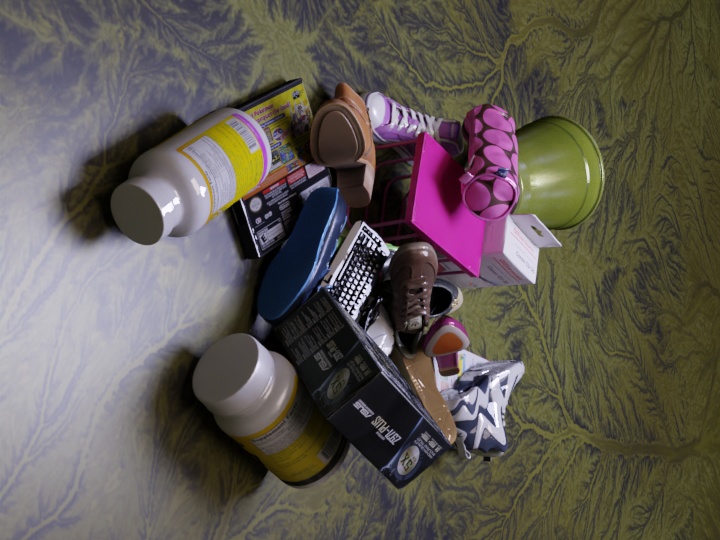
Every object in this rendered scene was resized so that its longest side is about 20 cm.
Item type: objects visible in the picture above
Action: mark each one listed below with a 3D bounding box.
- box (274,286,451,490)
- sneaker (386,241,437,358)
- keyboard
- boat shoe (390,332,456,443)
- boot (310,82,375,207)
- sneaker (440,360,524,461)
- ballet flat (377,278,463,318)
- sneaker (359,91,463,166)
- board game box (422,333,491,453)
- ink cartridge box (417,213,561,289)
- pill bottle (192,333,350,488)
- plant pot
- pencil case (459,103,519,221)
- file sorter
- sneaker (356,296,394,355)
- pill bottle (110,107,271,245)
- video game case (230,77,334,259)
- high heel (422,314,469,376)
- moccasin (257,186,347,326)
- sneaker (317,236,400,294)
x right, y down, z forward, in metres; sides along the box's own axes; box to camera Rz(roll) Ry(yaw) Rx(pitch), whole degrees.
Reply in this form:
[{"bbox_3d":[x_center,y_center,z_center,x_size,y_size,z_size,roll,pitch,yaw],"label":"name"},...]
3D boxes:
[{"bbox_3d":[0.000,0.141,1.393,0.086,0.200,0.164,-40,127,2],"label":"box"},{"bbox_3d":[0.077,0.043,1.587,0.201,0.070,0.076,93,-15,-53],"label":"sneaker"},{"bbox_3d":[-0.007,0.038,1.521,0.104,0.039,0.201,44,62,-33],"label":"keyboard"},{"bbox_3d":[0.073,0.171,1.689,0.073,0.069,0.201,4,61,-48],"label":"boat shoe"},{"bbox_3d":[-0.023,-0.202,1.566,0.201,0.073,0.156,76,12,-54],"label":"boot"},{"bbox_3d":[0.199,0.224,1.786,0.199,0.079,0.131,-29,110,-54],"label":"sneaker"},{"bbox_3d":[0.099,0.047,1.745,0.199,0.057,0.067,5,107,-53],"label":"ballet flat"},{"bbox_3d":[0.085,-0.221,1.725,0.200,0.114,0.073,23,68,-51],"label":"sneaker"},{"bbox_3d":[0.141,0.198,1.811,0.200,0.040,0.154,28,63,-51],"label":"board game box"},{"bbox_3d":[0.199,-0.027,1.787,0.116,0.199,0.068,38,55,-47],"label":"ink cartridge box"},{"bbox_3d":[-0.106,0.168,1.381,0.200,0.114,0.115,50,47,-40],"label":"pill bottle"},{"bbox_3d":[0.277,-0.154,1.955,0.192,0.199,0.202,-14,97,-44],"label":"plant pot"},{"bbox_3d":[0.185,-0.165,1.676,0.093,0.091,0.201,27,34,-15],"label":"pencil case"},{"bbox_3d":[0.083,-0.087,1.689,0.200,0.125,0.140,35,57,-49],"label":"file sorter"},{"bbox_3d":[-0.014,0.116,1.567,0.087,0.074,0.201,44,49,-36],"label":"sneaker"},{"bbox_3d":[-0.192,-0.104,1.301,0.200,0.104,0.105,-43,120,-49],"label":"pill bottle"},{"bbox_3d":[-0.111,-0.136,1.498,0.200,0.025,0.182,-38,117,-51],"label":"video game case"},{"bbox_3d":[0.120,0.080,1.650,0.200,0.067,0.097,62,18,-66],"label":"high heel"},{"bbox_3d":[-0.061,-0.011,1.479,0.201,0.080,0.068,-61,144,-18],"label":"moccasin"},{"bbox_3d":[0.000,0.000,1.611,0.199,0.076,0.085,7,85,-45],"label":"sneaker"}]
